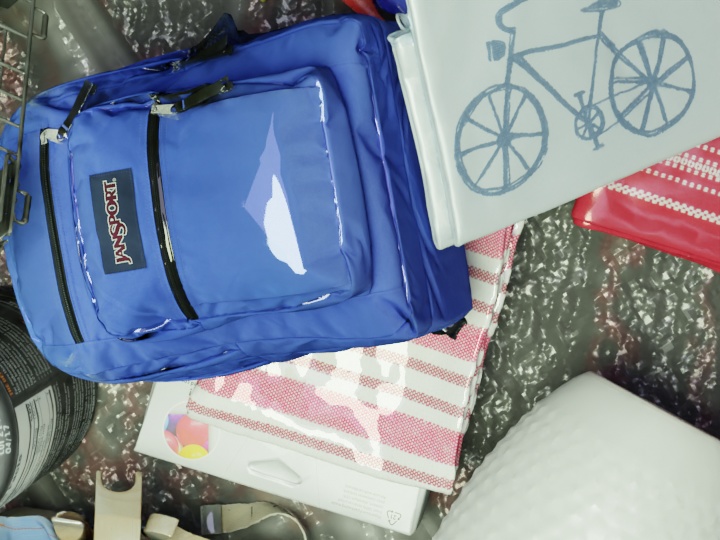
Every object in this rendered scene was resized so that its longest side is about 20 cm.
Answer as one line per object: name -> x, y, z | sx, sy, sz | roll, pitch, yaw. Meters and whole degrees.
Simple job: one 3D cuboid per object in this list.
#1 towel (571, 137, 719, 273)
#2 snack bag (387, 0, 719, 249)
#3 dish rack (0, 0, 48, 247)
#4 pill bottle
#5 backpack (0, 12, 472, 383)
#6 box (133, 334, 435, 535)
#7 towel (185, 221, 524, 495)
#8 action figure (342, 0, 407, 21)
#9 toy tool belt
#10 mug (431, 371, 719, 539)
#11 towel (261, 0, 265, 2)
towel -> 0.199, -0.095, 1.072 | 0.144, 0.022, 0.201 | 17, 97, -4
snack bag -> 0.092, -0.131, 0.990 | 0.188, 0.021, 0.201 | -23, 111, -26
dish rack -> -0.207, -0.057, 0.994 | 0.054, 0.201, 0.153 | 29, 132, -33
pill bottle -> -0.207, 0.073, 1.071 | 0.106, 0.200, 0.107 | 1, 97, 10
backpack -> -0.072, -0.033, 0.999 | 0.199, 0.168, 0.164 | -9, 86, 22
box -> -0.017, 0.018, 1.119 | 0.155, 0.041, 0.201 | 16, 96, 8
towel -> 0.000, 0.000, 1.080 | 0.145, 0.030, 0.201 | 15, 97, 9
action figure -> 0.025, -0.135, 1.079 | 0.199, 0.065, 0.052 | 26, 117, 13
toy tool belt -> -0.119, 0.165, 1.085 | 0.199, 0.123, 0.126 | -2, 79, -3
mug -> 0.130, 0.157, 1.068 | 0.199, 0.148, 0.176 | 27, 92, -24
towel -> -0.014, -0.240, 1.109 | 0.086, 0.018, 0.200 | 44, 100, 4
